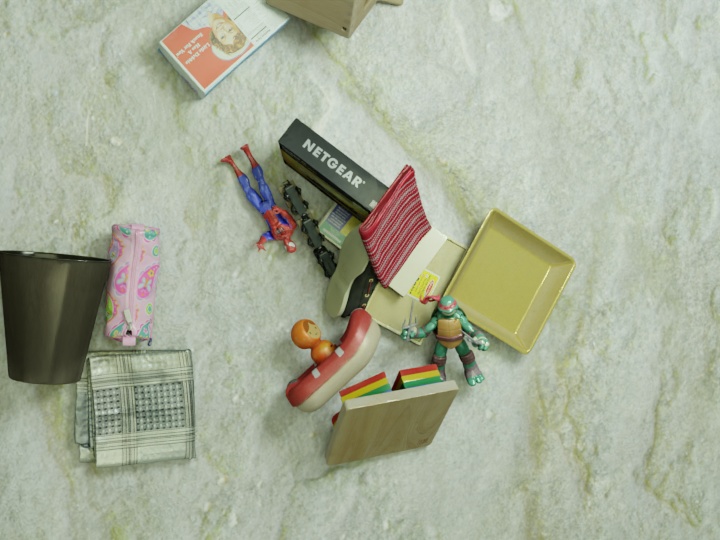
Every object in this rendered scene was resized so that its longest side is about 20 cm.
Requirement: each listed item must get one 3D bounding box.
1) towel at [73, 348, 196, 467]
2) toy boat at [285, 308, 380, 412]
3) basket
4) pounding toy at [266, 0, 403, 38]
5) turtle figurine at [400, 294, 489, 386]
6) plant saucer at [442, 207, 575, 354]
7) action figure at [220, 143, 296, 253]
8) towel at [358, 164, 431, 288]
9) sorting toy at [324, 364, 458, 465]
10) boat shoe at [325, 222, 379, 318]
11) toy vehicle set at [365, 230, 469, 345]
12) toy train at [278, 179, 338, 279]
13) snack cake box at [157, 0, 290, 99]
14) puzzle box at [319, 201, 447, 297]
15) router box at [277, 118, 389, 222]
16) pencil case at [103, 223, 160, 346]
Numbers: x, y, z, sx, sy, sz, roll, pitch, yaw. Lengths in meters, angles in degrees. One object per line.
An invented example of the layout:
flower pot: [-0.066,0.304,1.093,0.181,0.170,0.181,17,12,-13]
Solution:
towel: [-0.379,0.229,1.652,0.199,0.035,0.193,-1,90,-12]
toy boat: [-0.064,0.135,1.667,0.200,0.131,0.131,-43,93,0]
basket: [-0.497,0.075,1.578,0.180,0.136,0.201,5,93,2]
pounding toy: [-0.032,-0.492,1.667,0.184,0.142,0.200,25,52,7]
turtle figurine: [0.155,0.114,1.706,0.149,0.101,0.200,4,129,21]
plant saucer: [0.262,0.019,1.784,0.200,0.048,0.200,31,83,-16]
action figure: [-0.170,-0.111,1.667,0.065,0.099,0.200,-29,99,15]
towel: [0.060,-0.068,1.614,0.022,0.200,0.145,29,73,25]
sorting toy: [0.042,0.241,1.680,0.198,0.200,0.070,-8,55,-19]
boat shoe: [-0.001,-0.002,1.677,0.063,0.074,0.202,-4,133,-30]
toy vehicle set: [0.097,0.019,1.762,0.124,0.027,0.200,29,84,-11]
toy train: [-0.087,-0.072,1.688,0.034,0.046,0.200,-30,117,-7]
snack cake box: [-0.232,-0.401,1.669,0.200,0.067,0.115,-43,100,-9]
puzzle box: [0.036,-0.064,1.729,0.200,0.025,0.133,38,84,2]
router box: [-0.041,-0.157,1.644,0.200,0.157,0.052,37,84,4]
pencil case: [-0.378,0.023,1.627,0.087,0.087,0.201,5,88,-12]
